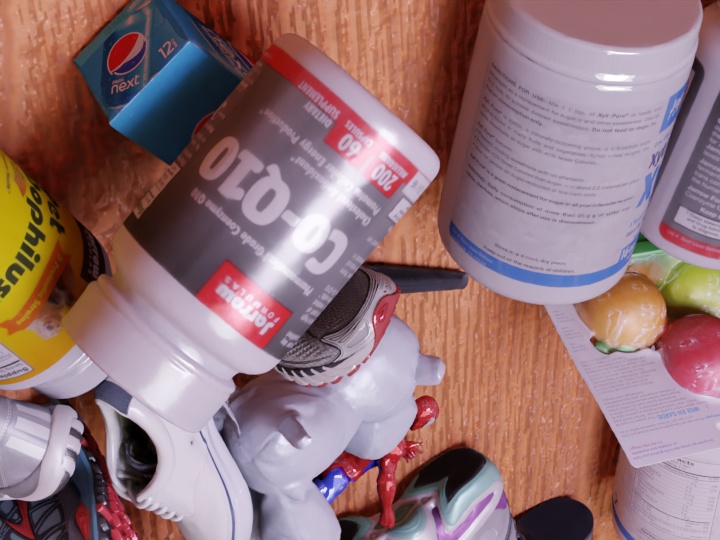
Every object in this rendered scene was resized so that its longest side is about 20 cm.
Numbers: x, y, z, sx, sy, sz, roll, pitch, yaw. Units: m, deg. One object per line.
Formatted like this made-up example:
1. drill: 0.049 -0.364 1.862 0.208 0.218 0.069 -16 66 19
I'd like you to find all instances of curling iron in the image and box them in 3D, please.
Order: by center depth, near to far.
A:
1. curling iron: 0.000 0.000 1.292 0.199 0.026 0.050 10 127 -40

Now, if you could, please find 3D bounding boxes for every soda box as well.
1. soda box: -0.073 -0.084 1.132 0.068 0.064 0.200 -44 139 11

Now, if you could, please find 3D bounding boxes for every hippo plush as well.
1. hippo plush: -0.043 0.082 1.288 0.161 0.159 0.201 -44 152 -29

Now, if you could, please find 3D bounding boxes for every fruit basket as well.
1. fruit basket: 0.219 0.046 1.352 0.184 0.201 0.094 -10 149 -27

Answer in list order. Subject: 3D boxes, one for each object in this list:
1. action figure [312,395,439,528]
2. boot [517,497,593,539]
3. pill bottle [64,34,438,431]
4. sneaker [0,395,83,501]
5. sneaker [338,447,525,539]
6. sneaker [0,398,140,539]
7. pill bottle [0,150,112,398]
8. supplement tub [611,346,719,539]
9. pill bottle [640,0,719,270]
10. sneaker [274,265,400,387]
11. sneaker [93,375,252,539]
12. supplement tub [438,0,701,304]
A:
1. action figure: -0.014 0.167 1.418 0.200 0.065 0.099 -37 132 5
2. boot: 0.110 0.273 1.598 0.199 0.075 0.097 -23 136 -16
3. pill bottle: -0.061 -0.018 1.039 0.200 0.114 0.114 -50 139 1
4. sneaker: -0.265 0.103 1.152 0.115 0.075 0.199 28 143 -35
5. sneaker: 0.042 0.244 1.492 0.199 0.078 0.140 -30 118 -4
6. sneaker: -0.191 0.168 1.194 0.095 0.200 0.080 -31 125 -3
7. pill bottle: -0.214 -0.005 1.081 0.109 0.109 0.200 -37 140 4
8. supplement tub: 0.272 0.141 1.532 0.131 0.132 0.201 -18 137 -18
9. pill bottle: 0.261 -0.110 1.290 0.113 0.114 0.201 -5 133 -29
10. sneaker: -0.063 0.014 1.148 0.082 0.199 0.078 45 62 -44
11. sneaker: -0.125 0.122 1.205 0.071 0.073 0.201 -44 137 -29
12. supplement tub: 0.127 -0.091 1.194 0.131 0.132 0.201 -11 136 -24
